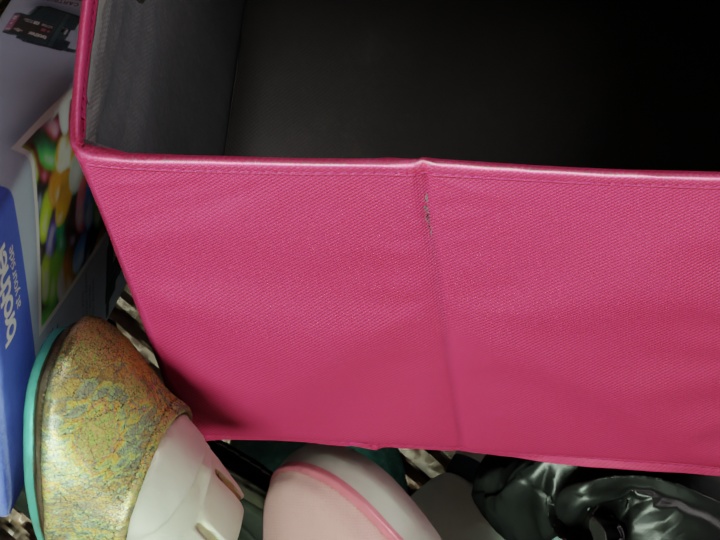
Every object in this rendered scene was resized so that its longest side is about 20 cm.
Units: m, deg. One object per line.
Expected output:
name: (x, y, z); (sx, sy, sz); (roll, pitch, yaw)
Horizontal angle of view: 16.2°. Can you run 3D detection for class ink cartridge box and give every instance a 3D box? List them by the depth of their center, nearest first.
ink cartridge box: (-0.108, -0.011, 0.812); (0.042, 0.120, 0.200); (13, 44, 12)

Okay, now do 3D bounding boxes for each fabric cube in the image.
fabric cube: (0.033, -0.067, 0.794); (0.199, 0.200, 0.197); (3, 64, 7)

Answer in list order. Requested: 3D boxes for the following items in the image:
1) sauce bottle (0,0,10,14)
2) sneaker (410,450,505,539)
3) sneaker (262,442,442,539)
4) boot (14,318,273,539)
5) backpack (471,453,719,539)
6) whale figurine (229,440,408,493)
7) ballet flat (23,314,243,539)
sauce bottle: (-0.177, -0.119, 0.996); (0.065, 0.065, 0.200); (50, 45, 6)
sneaker: (0.084, 0.157, 0.985); (0.200, 0.076, 0.081); (46, 74, -12)
sneaker: (-0.008, 0.166, 0.861); (0.104, 0.075, 0.201); (-28, 108, -38)
boot: (-0.100, 0.015, 0.938); (0.203, 0.074, 0.154); (26, 47, -8)
backpack: (0.153, 0.098, 0.910); (0.167, 0.127, 0.200); (-44, 98, -12)
whale figurine: (0.000, 0.000, 1.007); (0.159, 0.104, 0.201); (24, 50, -21)
ballet flat: (-0.068, 0.091, 0.822); (0.070, 0.200, 0.071); (2, 47, -2)
